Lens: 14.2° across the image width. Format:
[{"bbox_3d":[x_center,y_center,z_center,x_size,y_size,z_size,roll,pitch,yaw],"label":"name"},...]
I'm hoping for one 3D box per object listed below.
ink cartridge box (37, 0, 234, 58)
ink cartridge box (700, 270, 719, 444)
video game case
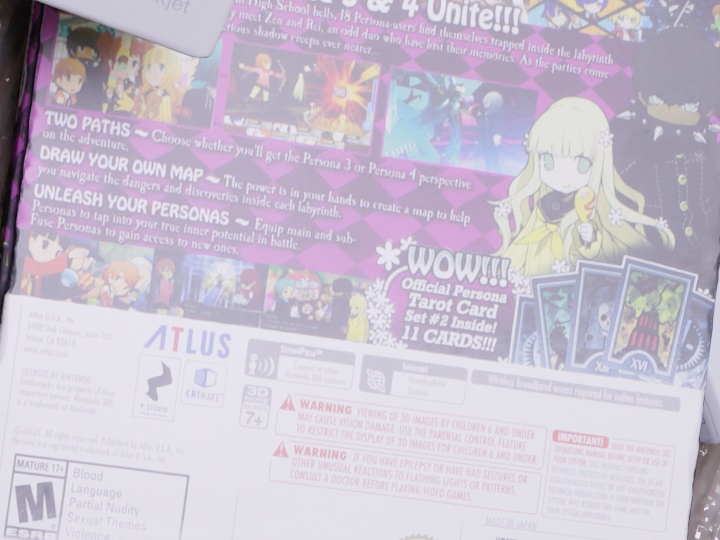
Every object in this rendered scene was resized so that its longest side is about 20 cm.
[{"bbox_3d":[-0.065,-0.172,0.675,0.145,0.083,0.200,20,115,-8],"label":"ink cartridge box"},{"bbox_3d":[0.140,-0.079,0.893,0.200,0.041,0.200,-29,107,-27],"label":"ink cartridge box"},{"bbox_3d":[0.000,0.000,0.787,0.199,0.036,0.182,7,87,-13],"label":"video game case"}]
